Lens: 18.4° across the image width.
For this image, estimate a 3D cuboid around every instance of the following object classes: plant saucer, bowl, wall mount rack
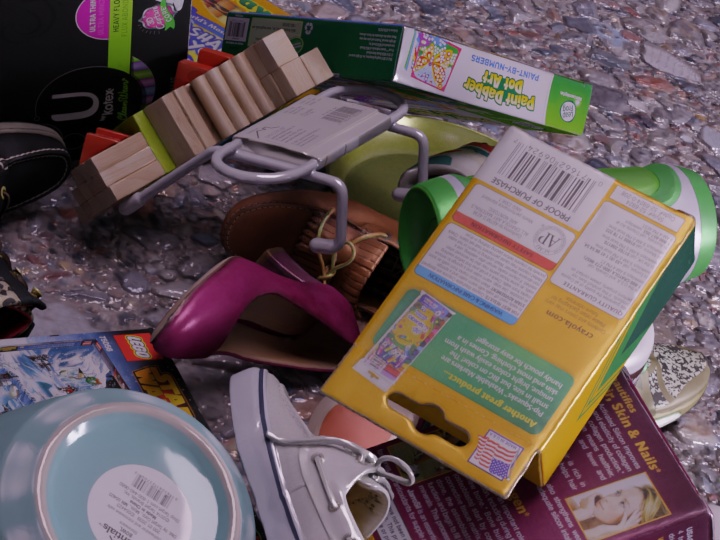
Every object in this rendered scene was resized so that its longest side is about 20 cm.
[{"bbox_3d":[0.065,-0.047,1.671,0.199,0.031,0.200,13,35,-10],"label":"plant saucer"},{"bbox_3d":[-0.135,0.142,1.181,0.200,0.105,0.202,14,55,-21],"label":"bowl"},{"bbox_3d":[-0.057,-0.071,1.488,0.173,0.075,0.200,15,26,26],"label":"wall mount rack"}]

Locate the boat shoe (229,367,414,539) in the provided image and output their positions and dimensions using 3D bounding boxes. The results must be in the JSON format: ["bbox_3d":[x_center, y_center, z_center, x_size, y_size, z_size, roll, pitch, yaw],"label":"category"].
[{"bbox_3d":[-0.012,0.125,1.203,0.086,0.075,0.202,-20,47,0],"label":"boat shoe"}]

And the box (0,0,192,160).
[{"bbox_3d":[-0.200,-0.186,1.533,0.148,0.200,0.125,-8,54,-14],"label":"box"}]

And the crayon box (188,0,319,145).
[{"bbox_3d":[-0.109,-0.167,1.728,0.125,0.052,0.200,32,35,16],"label":"crayon box"}]

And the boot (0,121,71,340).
[{"bbox_3d":[-0.243,-0.015,1.437,0.203,0.074,0.154,-18,53,-42],"label":"boot"}]

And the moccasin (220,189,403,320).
[{"bbox_3d":[-0.001,0.001,1.541,0.201,0.074,0.078,24,26,-9],"label":"moccasin"}]

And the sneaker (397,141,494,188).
[{"bbox_3d":[0.109,-0.026,1.564,0.093,0.071,0.200,-12,37,-45],"label":"sneaker"}]

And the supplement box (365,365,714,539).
[{"bbox_3d":[0.087,0.157,1.280,0.199,0.104,0.131,-18,44,-9],"label":"supplement box"}]

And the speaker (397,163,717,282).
[{"bbox_3d":[0.129,-0.025,1.452,0.199,0.089,0.089,-4,41,-21],"label":"speaker"}]

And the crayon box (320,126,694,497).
[{"bbox_3d":[0.085,0.030,1.256,0.125,0.052,0.200,29,68,21],"label":"crayon box"}]

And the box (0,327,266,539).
[{"bbox_3d":[-0.152,0.116,1.326,0.136,0.040,0.200,-3,41,-29],"label":"box"}]

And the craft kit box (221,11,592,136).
[{"bbox_3d":[0.032,-0.145,1.633,0.197,0.049,0.200,8,3,-41],"label":"craft kit box"}]

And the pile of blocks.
[{"bbox_3d":[-0.119,-0.109,1.524,0.199,0.082,0.062,-31,93,-12],"label":"pile of blocks"}]

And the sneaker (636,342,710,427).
[{"bbox_3d":[0.164,0.056,1.527,0.199,0.089,0.077,1,38,-27],"label":"sneaker"}]

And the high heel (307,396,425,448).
[{"bbox_3d":[0.018,0.098,1.447,0.067,0.096,0.200,25,56,17],"label":"high heel"}]

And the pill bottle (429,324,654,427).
[{"bbox_3d":[0.115,0.066,1.389,0.109,0.201,0.109,13,35,-10],"label":"pill bottle"}]

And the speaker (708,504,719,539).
[{"bbox_3d":[0.207,0.232,1.315,0.081,0.081,0.200,15,35,-8],"label":"speaker"}]

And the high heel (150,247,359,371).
[{"bbox_3d":[-0.058,0.041,1.410,0.096,0.067,0.200,46,27,8],"label":"high heel"}]
